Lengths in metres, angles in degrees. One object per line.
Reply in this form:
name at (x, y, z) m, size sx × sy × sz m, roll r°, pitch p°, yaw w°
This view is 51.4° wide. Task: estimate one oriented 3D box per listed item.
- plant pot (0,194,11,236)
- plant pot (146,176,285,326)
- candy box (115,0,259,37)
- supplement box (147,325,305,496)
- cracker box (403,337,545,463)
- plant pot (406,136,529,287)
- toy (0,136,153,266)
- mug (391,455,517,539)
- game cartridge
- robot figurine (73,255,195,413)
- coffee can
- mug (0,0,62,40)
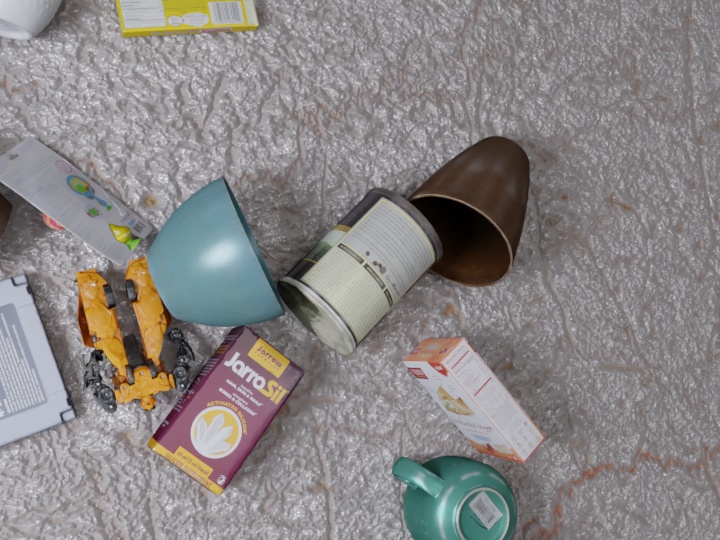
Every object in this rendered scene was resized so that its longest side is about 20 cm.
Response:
plant pot at (-0.527, -0.080, 0.874) m, size 0.200 × 0.187 × 0.187 m, roll 27°, pitch 75°, yaw -31°
plant pot at (-0.200, -0.005, 0.988) m, size 0.134 × 0.200 × 0.201 m, roll -25°, pitch 93°, yaw -5°
candy box at (-0.254, -0.396, 1.089) m, size 0.199 × 0.026 × 0.103 m, roll -10°, pitch 85°, yaw -22°
supplement box at (-0.182, 0.187, 1.018) m, size 0.110 × 0.086 × 0.200 m, roll 39°, pitch 72°, yaw -12°
cracker box at (0.167, 0.193, 1.126) m, size 0.058 × 0.134 × 0.200 m, roll -42°, pitch 99°, yaw -19°
plant pot at (0.182, -0.111, 1.158) m, size 0.187 × 0.187 × 0.200 m, roll 41°, pitch 57°, yaw -12°
toy at (-0.381, -0.081, 0.979) m, size 0.200 × 0.115 × 0.047 m, roll 35°, pitch 118°, yaw -12°
mug at (0.140, 0.356, 1.107) m, size 0.184 × 0.114 × 0.153 m, roll 5°, pitch 82°, yaw -21°
game cartridge at (-0.459, 0.118, 0.948) m, size 0.133 × 0.042 × 0.201 m, roll -19°, pitch 91°, yaw -17°
robot figurine at (-0.305, 0.089, 0.997) m, size 0.145 × 0.058 × 0.201 m, roll -14°, pitch 88°, yaw -21°
coffee can at (0.000, 0.000, 1.076) m, size 0.146 × 0.146 × 0.200 m, roll 48°, pitch 70°, yaw -10°
mug at (-0.470, -0.399, 0.956) m, size 0.199 × 0.148 × 0.176 m, roll 10°, pitch 86°, yaw 9°
